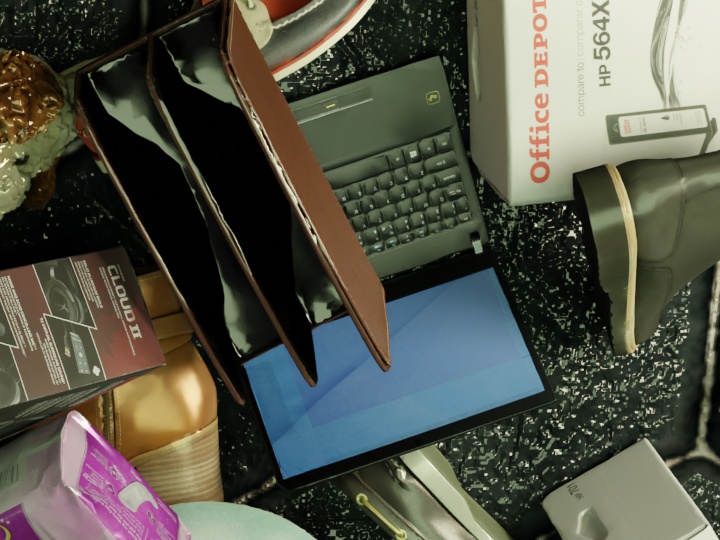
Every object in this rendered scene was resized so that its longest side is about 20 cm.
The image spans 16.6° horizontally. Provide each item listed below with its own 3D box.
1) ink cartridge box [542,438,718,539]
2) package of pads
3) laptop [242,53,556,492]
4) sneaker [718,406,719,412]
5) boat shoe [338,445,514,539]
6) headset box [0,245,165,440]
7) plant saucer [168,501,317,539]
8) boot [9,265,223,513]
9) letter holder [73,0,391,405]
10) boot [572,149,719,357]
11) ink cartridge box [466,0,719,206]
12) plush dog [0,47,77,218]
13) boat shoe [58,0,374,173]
[{"bbox_3d":[0.209,0.228,1.562,0.086,0.147,0.201,-30,111,1],"label":"ink cartridge box"},{"bbox_3d":[-0.208,0.171,1.412,0.199,0.076,0.121,-28,120,21],"label":"package of pads"},{"bbox_3d":[0.000,0.000,1.467,0.176,0.103,0.201,-18,111,-6],"label":"laptop"},{"bbox_3d":[0.337,0.089,1.585,0.199,0.070,0.100,22,100,-18],"label":"sneaker"},{"bbox_3d":[0.066,0.185,1.563,0.060,0.072,0.201,-38,104,7],"label":"boat shoe"},{"bbox_3d":[-0.217,0.054,1.353,0.148,0.200,0.078,-24,83,35],"label":"headset box"},{"bbox_3d":[-0.093,0.239,1.478,0.199,0.039,0.202,-2,109,-7],"label":"plant saucer"},{"bbox_3d":[-0.186,0.083,1.482,0.199,0.074,0.156,-12,102,-5],"label":"boot"},{"bbox_3d":[-0.069,-0.028,1.351,0.100,0.142,0.201,-26,109,5],"label":"letter holder"},{"bbox_3d":[0.204,-0.014,1.460,0.137,0.200,0.078,-16,70,2],"label":"boot"},{"bbox_3d":[0.169,-0.125,1.470,0.199,0.084,0.147,-7,110,-10],"label":"ink cartridge box"},{"bbox_3d":[-0.240,-0.066,1.376,0.171,0.200,0.161,-24,85,-11],"label":"plush dog"},{"bbox_3d":[-0.083,-0.132,1.428,0.199,0.071,0.063,-30,109,4],"label":"boat shoe"}]
